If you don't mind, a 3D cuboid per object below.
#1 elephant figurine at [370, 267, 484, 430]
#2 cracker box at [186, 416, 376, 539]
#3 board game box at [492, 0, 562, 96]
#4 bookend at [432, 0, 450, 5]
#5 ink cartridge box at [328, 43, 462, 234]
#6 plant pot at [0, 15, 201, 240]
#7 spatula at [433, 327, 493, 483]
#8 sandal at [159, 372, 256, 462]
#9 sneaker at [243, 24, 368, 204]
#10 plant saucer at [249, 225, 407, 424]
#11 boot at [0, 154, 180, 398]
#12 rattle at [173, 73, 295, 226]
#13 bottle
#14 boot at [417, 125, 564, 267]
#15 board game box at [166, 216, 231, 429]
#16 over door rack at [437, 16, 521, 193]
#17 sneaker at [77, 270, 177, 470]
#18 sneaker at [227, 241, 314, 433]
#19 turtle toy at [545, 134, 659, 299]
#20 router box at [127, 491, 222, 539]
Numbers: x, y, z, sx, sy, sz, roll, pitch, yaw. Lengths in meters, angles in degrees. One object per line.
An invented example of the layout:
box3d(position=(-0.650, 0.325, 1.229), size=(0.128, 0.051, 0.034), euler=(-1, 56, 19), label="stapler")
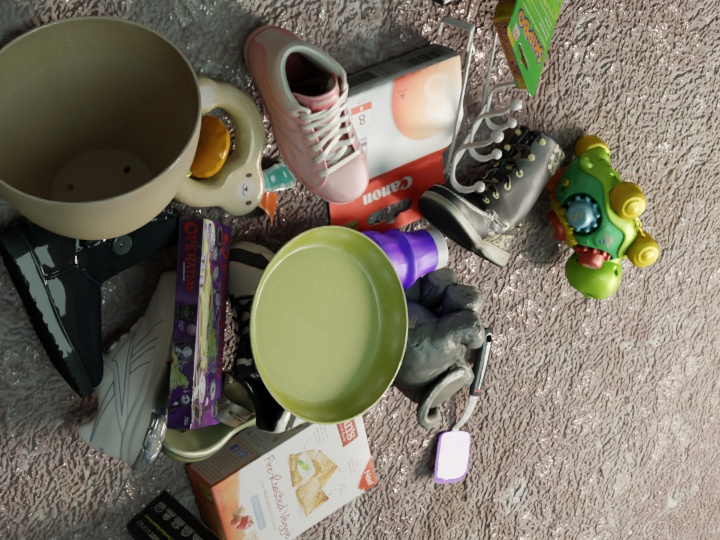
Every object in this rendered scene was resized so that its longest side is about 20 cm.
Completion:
box3d(position=(0.072, 0.107, 1.868), size=(0.155, 0.142, 0.200), euler=(-2, 134, -8), label="elephant figurine")
box3d(position=(-0.084, 0.226, 1.838), size=(0.200, 0.058, 0.134), euler=(-31, 129, -24), label="cracker box")
box3d(position=(0.179, -0.279, 1.740), size=(0.200, 0.030, 0.096), euler=(-73, 148, -41), label="board game box")
box3d(position=(0.132, -0.335, 1.623), size=(0.200, 0.199, 0.092), euler=(-35, 133, -20), label="bookend")
box3d(position=(0.037, -0.122, 1.762), size=(0.162, 0.050, 0.200), euler=(-24, 123, -28), label="ink cartridge box")
box3d(position=(-0.235, -0.105, 1.466), size=(0.200, 0.200, 0.135), euler=(-36, 156, -20), label="plant pot")
box3d(position=(0.131, 0.163, 2.009), size=(0.056, 0.021, 0.201), euler=(3, 109, -39), label="spatula")
box3d(position=(-0.139, 0.135, 1.726), size=(0.201, 0.080, 0.057), euler=(-23, 154, -40), label="sandal")
box3d(position=(-0.041, -0.143, 1.611), size=(0.075, 0.105, 0.201), euler=(-34, 113, -14), label="sneaker")
box3d(position=(-0.037, 0.055, 1.680), size=(0.200, 0.031, 0.201), euler=(0, 90, -38), label="plant saucer")
box3d(position=(-0.237, 0.006, 1.579), size=(0.168, 0.076, 0.201), euler=(-30, 123, -20), label="boot")
box3d(position=(-0.103, -0.095, 1.602), size=(0.200, 0.143, 0.130), euler=(48, 60, -37), label="rattle")
box3d(position=(0.000, 0.000, 1.772), size=(0.200, 0.065, 0.084), euler=(-18, 140, -28), label="bottle")
box3d(position=(0.147, -0.099, 1.838), size=(0.154, 0.073, 0.204), euler=(-58, 151, -2), label="boot")
box3d(position=(-0.156, 0.052, 1.615), size=(0.120, 0.032, 0.201), euler=(19, 74, -85), label="board game box")
box3d(position=(0.135, -0.200, 1.729), size=(0.148, 0.066, 0.200), euler=(-60, 151, -50), label="over door rack")
box3d(position=(-0.221, 0.092, 1.638), size=(0.075, 0.087, 0.201), euler=(65, 41, -75), label="sneaker")
box3d(position=(-0.098, 0.070, 1.686), size=(0.088, 0.076, 0.200), euler=(-33, 105, -48), label="sneaker")
box3d(position=(0.276, -0.052, 1.950), size=(0.101, 0.146, 0.200), euler=(-23, 128, -2), label="turtle toy")
box3d(position=(-0.152, 0.348, 1.780), size=(0.062, 0.150, 0.200), euler=(-40, 132, -17), label="router box")
